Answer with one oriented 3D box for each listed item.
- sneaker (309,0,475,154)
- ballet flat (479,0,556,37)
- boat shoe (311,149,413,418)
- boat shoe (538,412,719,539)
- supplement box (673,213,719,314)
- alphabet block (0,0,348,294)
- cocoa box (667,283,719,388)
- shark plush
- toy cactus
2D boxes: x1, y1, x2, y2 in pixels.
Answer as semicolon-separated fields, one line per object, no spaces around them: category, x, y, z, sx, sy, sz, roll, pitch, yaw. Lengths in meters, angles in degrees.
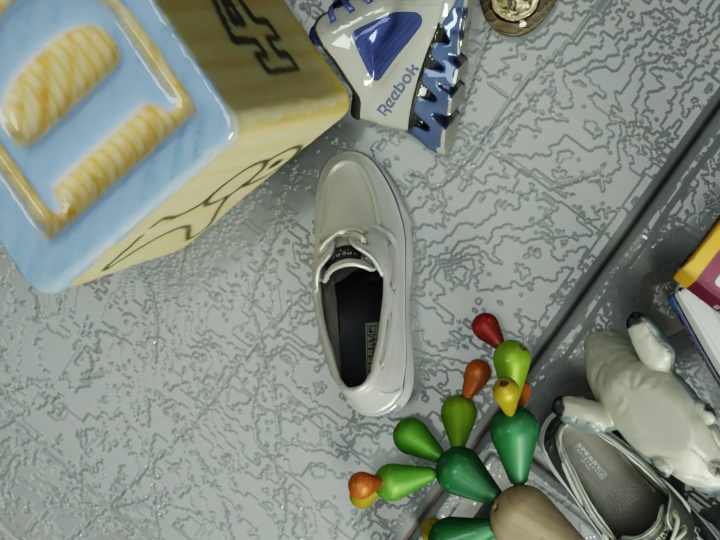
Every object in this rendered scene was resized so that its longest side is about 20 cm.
sneaker;0.024;-0.189;1.202;0.114;0.081;0.202;10;103;8
ballet flat;0.129;-0.269;1.218;0.067;0.046;0.202;17;91;7
boat shoe;0.000;0.000;1.191;0.073;0.065;0.202;-17;66;14
boat shoe;0.197;0.181;1.186;0.200;0.071;0.072;44;93;4
supplement box;0.304;0.020;1.038;0.199;0.086;0.111;39;91;8
alphabet block;-0.158;-0.126;1.148;0.195;0.200;0.198;-35;86;22
cocoa box;0.326;0.019;1.145;0.199;0.131;0.134;-32;84;4
shark plush;0.227;0.104;1.151;0.199;0.083;0.091;34;96;26
toy cactus;0.083;0.147;1.175;0.164;0.102;0.201;35;96;29
